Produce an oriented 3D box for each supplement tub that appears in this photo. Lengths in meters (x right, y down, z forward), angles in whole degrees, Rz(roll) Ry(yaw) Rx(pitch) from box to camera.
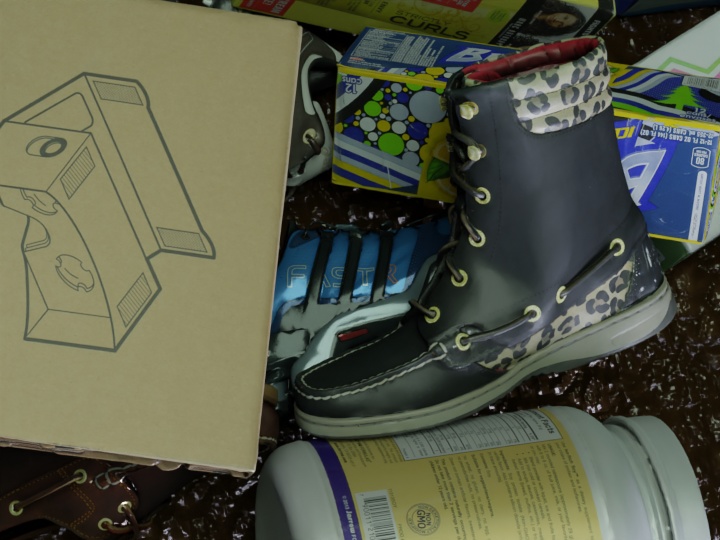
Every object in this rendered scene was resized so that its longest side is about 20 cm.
[{"bbox_3d":[0.057,0.144,0.959,0.198,0.145,0.147,-6,76,-13],"label":"supplement tub"}]

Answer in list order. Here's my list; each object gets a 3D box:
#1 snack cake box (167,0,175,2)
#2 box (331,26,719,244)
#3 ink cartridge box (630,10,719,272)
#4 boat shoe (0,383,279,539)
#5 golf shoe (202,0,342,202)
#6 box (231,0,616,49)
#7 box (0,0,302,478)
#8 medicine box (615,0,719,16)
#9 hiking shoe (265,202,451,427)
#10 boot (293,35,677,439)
[{"bbox_3d":[-0.192,-0.187,1.045,0.199,0.067,0.115,32,70,-1],"label":"snack cake box"},{"bbox_3d":[0.088,-0.072,1.017,0.198,0.071,0.064,10,30,12],"label":"box"},{"bbox_3d":[0.179,-0.068,1.088,0.199,0.059,0.104,-31,84,-17],"label":"ink cartridge box"},{"bbox_3d":[-0.130,0.103,0.950,0.199,0.070,0.071,-14,68,15],"label":"boat shoe"},{"bbox_3d":[-0.060,-0.057,1.017,0.094,0.078,0.201,19,62,-10],"label":"golf shoe"},{"bbox_3d":[0.034,-0.159,1.050,0.199,0.075,0.050,11,60,-25],"label":"box"},{"bbox_3d":[-0.114,-0.022,0.826,0.162,0.021,0.202,8,74,-10],"label":"box"},{"bbox_3d":[0.224,-0.264,1.131,0.181,0.103,0.202,-8,75,-13],"label":"medicine box"},{"bbox_3d":[0.000,0.000,1.026,0.199,0.074,0.087,-33,84,-18],"label":"hiking shoe"},{"bbox_3d":[0.048,-0.016,0.946,0.202,0.073,0.155,-19,111,-13],"label":"boot"}]
